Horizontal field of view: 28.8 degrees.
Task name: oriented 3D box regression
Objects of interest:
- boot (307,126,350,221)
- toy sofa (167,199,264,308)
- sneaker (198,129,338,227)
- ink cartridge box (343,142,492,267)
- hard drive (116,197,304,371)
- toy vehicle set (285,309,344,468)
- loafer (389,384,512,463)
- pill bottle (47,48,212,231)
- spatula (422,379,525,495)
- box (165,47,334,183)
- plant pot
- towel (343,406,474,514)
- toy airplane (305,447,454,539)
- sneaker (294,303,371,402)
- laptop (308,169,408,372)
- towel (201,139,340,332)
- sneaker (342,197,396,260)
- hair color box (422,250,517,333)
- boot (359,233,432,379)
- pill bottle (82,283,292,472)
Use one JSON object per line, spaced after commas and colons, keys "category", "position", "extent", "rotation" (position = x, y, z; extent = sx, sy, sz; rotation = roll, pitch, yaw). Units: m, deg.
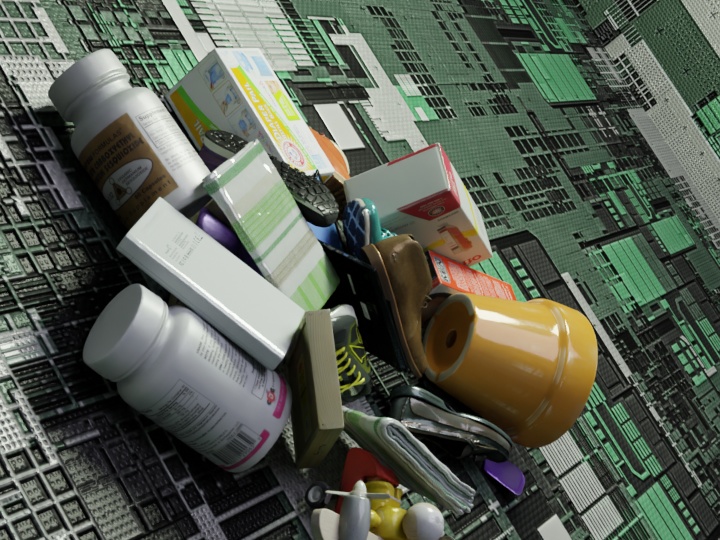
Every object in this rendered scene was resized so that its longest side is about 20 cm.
{"category": "boot", "position": [-0.080, -0.167, 1.938], "extent": [0.200, 0.075, 0.108], "rotation": [49, 24, -28]}
{"category": "toy sofa", "position": [-0.158, -0.001, 1.592], "extent": [0.083, 0.097, 0.201], "rotation": [40, 31, -24]}
{"category": "sneaker", "position": [-0.117, -0.089, 1.711], "extent": [0.199, 0.088, 0.076], "rotation": [31, 21, 20]}
{"category": "ink cartridge box", "position": [0.083, -0.068, 1.928], "extent": [0.200, 0.144, 0.084], "rotation": [50, 22, -55]}
{"category": "hard drive", "position": [-0.152, 0.011, 1.461], "extent": [0.199, 0.026, 0.132], "rotation": [39, 20, -7]}
{"category": "toy vehicle set", "position": [-0.051, 0.131, 1.506], "extent": [0.026, 0.200, 0.126], "rotation": [-4, 72, -11]}
{"category": "loafer", "position": [0.113, 0.215, 1.817], "extent": [0.199, 0.072, 0.064], "rotation": [29, 55, -27]}
{"category": "pill bottle", "position": [-0.259, -0.141, 1.575], "extent": [0.201, 0.114, 0.114], "rotation": [55, 28, 2]}
{"category": "spatula", "position": [0.152, 0.222, 1.902], "extent": [0.200, 0.020, 0.057], "rotation": [50, 29, -6]}
{"category": "box", "position": [-0.141, -0.176, 1.810], "extent": [0.201, 0.101, 0.112], "rotation": [58, 28, 8]}
{"category": "plant pot", "position": [0.189, 0.118, 1.909], "extent": [0.182, 0.200, 0.202], "rotation": [23, 39, -27]}
{"category": "towel", "position": [0.040, 0.204, 1.596], "extent": [0.149, 0.031, 0.200], "rotation": [46, -12, -16]}
{"category": "toy airplane", "position": [0.027, 0.298, 1.488], "extent": [0.201, 0.140, 0.200], "rotation": [61, 20, -5]}
{"category": "sneaker", "position": [-0.020, 0.101, 1.656], "extent": [0.085, 0.074, 0.200], "rotation": [66, 5, 18]}
{"category": "laptop", "position": [0.000, 0.000, 1.745], "extent": [0.199, 0.103, 0.178], "rotation": [27, -32, 40]}
{"category": "towel", "position": [-0.101, -0.039, 1.591], "extent": [0.201, 0.030, 0.149], "rotation": [60, 26, -10]}
{"category": "sneaker", "position": [0.027, -0.026, 1.835], "extent": [0.201, 0.079, 0.078], "rotation": [72, -8, -49]}
{"category": "hair color box", "position": [0.130, 0.045, 1.983], "extent": [0.199, 0.101, 0.062], "rotation": [20, 41, -45]}
{"category": "boot", "position": [0.063, 0.046, 1.752], "extent": [0.074, 0.075, 0.202], "rotation": [49, -21, 57]}
{"category": "pill bottle", "position": [-0.175, 0.108, 1.424], "extent": [0.199, 0.113, 0.114], "rotation": [39, 31, -26]}
